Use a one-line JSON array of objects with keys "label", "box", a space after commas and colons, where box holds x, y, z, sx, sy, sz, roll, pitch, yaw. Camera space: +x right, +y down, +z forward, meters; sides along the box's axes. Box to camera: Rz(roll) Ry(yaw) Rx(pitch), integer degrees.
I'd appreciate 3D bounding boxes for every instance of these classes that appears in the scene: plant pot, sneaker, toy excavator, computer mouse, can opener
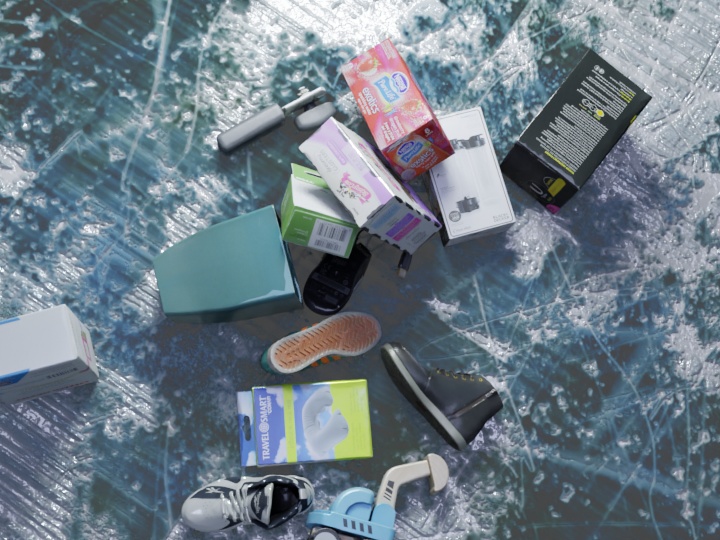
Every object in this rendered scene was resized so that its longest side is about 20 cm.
[{"label": "plant pot", "box": [-0.203, 0.005, 1.658, 0.199, 0.141, 0.142, -14, 80, -1]}, {"label": "sneaker", "box": [-0.165, 0.339, 1.594, 0.198, 0.130, 0.080, -2, 78, -5]}, {"label": "toy excavator", "box": [0.023, 0.355, 1.632, 0.194, 0.100, 0.201, 15, 69, -3]}, {"label": "sneaker", "box": [-0.065, 0.111, 1.684, 0.199, 0.080, 0.072, -14, 89, -29]}, {"label": "sneaker", "box": [0.124, 0.169, 1.689, 0.106, 0.075, 0.200, -40, 93, -16]}, {"label": "computer mouse", "box": [0.000, 0.000, 1.723, 0.140, 0.046, 0.200, 21, 66, 4]}, {"label": "can opener", "box": [-0.135, -0.236, 1.753, 0.199, 0.053, 0.067, -26, 83, -9]}]

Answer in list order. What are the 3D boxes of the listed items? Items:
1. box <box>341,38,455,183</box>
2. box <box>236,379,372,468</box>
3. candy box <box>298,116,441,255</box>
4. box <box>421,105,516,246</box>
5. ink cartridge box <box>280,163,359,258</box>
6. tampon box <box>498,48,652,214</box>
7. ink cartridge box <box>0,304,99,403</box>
[{"label": "box", "box": [0.057, -0.249, 1.698, 0.095, 0.100, 0.200, -31, 52, 10]}, {"label": "box", "box": [-0.086, 0.232, 1.666, 0.199, 0.048, 0.122, -4, 78, -6]}, {"label": "candy box", "box": [0.018, -0.124, 1.645, 0.072, 0.200, 0.168, -42, 66, 12]}, {"label": "box", "box": [0.163, -0.151, 1.758, 0.116, 0.060, 0.201, -16, 81, -8]}, {"label": "ink cartridge box", "box": [-0.064, -0.093, 1.667, 0.103, 0.200, 0.059, 16, 111, -12]}, {"label": "tampon box", "box": [0.337, -0.217, 1.740, 0.126, 0.150, 0.200, 39, 78, 4]}, {"label": "ink cartridge box", "box": [-0.468, 0.125, 1.578, 0.144, 0.200, 0.085, -15, 76, -8]}]
